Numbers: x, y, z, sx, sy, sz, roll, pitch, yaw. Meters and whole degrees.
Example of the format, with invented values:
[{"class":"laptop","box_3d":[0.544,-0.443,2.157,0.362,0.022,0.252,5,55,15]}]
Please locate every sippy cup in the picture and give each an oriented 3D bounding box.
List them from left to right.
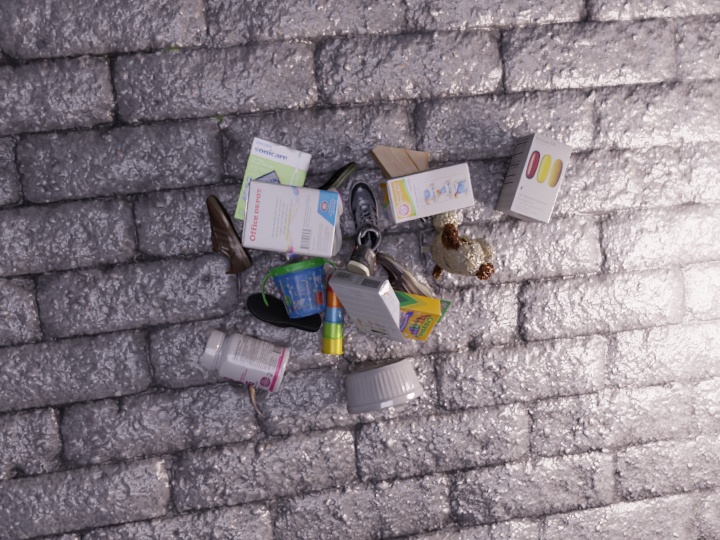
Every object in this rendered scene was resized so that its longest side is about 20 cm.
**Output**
[{"class":"sippy cup","box_3d":[-0.143,0.045,1.425,0.176,0.139,0.132,-12,91,27]}]

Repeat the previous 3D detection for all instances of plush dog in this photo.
[{"class":"plush dog","box_3d":[0.245,-0.040,1.451,0.199,0.172,0.161,38,91,-10]}]

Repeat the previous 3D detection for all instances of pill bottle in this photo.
[{"class":"pill bottle","box_3d":[-0.286,0.222,1.441,0.198,0.113,0.115,19,93,-8]}]

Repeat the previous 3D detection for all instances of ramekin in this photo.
[{"class":"ramekin","box_3d":[0.052,0.285,1.454,0.200,0.202,0.095,-14,84,-5]}]

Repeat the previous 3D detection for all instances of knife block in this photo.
[{"class":"knife block","box_3d":[0.112,-0.217,1.472,0.197,0.064,0.178,7,94,-8]}]

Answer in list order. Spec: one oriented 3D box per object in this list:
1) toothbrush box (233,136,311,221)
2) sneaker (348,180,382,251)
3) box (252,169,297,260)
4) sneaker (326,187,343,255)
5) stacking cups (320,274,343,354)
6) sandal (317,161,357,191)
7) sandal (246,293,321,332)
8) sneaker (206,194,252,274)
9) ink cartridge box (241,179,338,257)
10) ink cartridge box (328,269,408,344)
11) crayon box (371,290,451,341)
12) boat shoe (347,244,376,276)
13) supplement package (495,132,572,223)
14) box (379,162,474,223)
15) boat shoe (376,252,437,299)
[{"class":"toothbrush box","box_3d":[-0.215,-0.206,1.422,0.144,0.086,0.203,14,95,-10]},{"class":"sneaker","box_3d":[0.016,-0.124,1.444,0.074,0.114,0.203,-6,96,-7]},{"class":"box","box_3d":[-0.185,-0.129,1.356,0.064,0.070,0.202,-24,100,-6]},{"class":"sneaker","box_3d":[-0.095,-0.112,1.415,0.099,0.075,0.202,-18,138,-19]},{"class":"stacking cups","box_3d":[-0.072,0.112,1.485,0.060,0.060,0.203,0,94,-7]},{"class":"sandal","box_3d":[-0.074,-0.188,1.449,0.201,0.080,0.057,-43,113,-2]},{"class":"sandal","box_3d":[-0.198,0.118,1.468,0.198,0.076,0.048,21,138,-15]},{"class":"sneaker","box_3d":[-0.342,-0.084,1.427,0.075,0.070,0.202,-27,98,-3]},{"class":"ink cartridge box","box_3d":[-0.159,-0.113,1.284,0.197,0.085,0.147,7,94,-14]},{"class":"ink cartridge box","box_3d":[0.031,0.089,1.401,0.050,0.161,0.201,-57,136,-25]},{"class":"crayon box","box_3d":[0.121,0.116,1.477,0.197,0.052,0.126,10,139,-8]},{"class":"boat shoe","box_3d":[0.003,0.001,1.423,0.073,0.202,0.064,23,69,6]},{"class":"supplement package","box_3d":[0.443,-0.234,1.488,0.112,0.110,0.203,16,93,-9]},{"class":"box","box_3d":[0.155,-0.187,1.392,0.197,0.112,0.103,-14,100,-8]},{"class":"boat shoe","box_3d":[0.108,0.035,1.492,0.199,0.074,0.074,40,90,-8]}]
